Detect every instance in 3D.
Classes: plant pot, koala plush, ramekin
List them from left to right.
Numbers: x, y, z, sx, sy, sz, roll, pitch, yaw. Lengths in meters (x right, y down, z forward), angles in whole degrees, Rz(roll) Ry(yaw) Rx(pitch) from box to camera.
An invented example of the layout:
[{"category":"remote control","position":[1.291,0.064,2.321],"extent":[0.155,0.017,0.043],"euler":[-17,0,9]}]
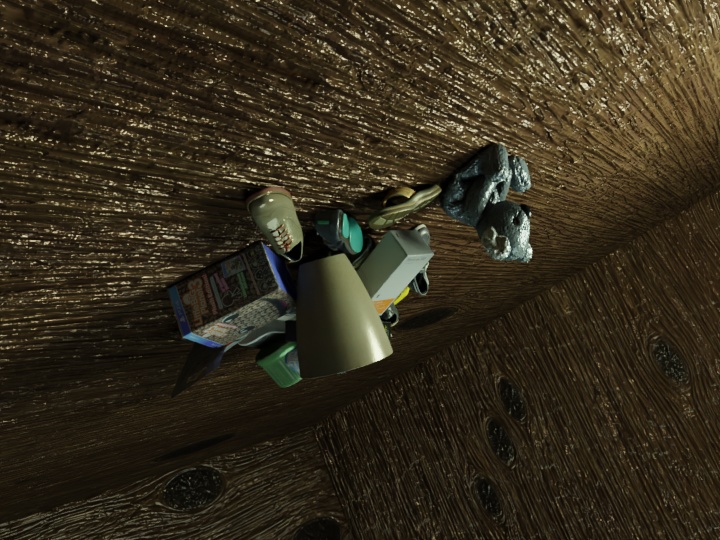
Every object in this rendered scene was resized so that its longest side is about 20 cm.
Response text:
[{"category":"ramekin","position":[-0.160,0.199,1.537],"extent":[0.198,0.099,0.200],"euler":[-36,-170,7]},{"category":"plant pot","position":[-0.049,0.078,1.158],"extent":[0.182,0.206,0.187],"euler":[-14,180,0]},{"category":"koala plush","position":[0.267,-0.106,1.208],"extent":[0.182,0.204,0.176],"euler":[-33,161,28]}]

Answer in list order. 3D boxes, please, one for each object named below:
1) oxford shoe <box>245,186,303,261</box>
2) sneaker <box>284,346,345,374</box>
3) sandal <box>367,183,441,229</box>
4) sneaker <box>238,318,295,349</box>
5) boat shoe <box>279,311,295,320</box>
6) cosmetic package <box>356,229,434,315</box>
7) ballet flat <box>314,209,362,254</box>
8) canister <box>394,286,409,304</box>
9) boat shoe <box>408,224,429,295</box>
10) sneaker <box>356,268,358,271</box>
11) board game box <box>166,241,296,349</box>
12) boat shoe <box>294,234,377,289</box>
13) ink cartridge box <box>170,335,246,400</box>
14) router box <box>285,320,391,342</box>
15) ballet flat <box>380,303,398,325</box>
[{"category":"oxford shoe","position":[-0.126,-0.071,0.979],"extent":[0.069,0.076,0.200],"euler":[-25,163,5]},{"category":"sneaker","position":[-0.095,0.206,1.434],"extent":[0.071,0.074,0.198],"euler":[4,174,40]},{"category":"sandal","position":[0.077,-0.130,1.144],"extent":[0.198,0.055,0.080],"euler":[-30,176,-40]},{"category":"sneaker","position":[-0.204,0.134,1.491],"extent":[0.195,0.072,0.099],"euler":[-21,166,0]},{"category":"boat shoe","position":[-0.132,0.053,1.368],"extent":[0.198,0.075,0.093],"euler":[0,134,-52]},{"category":"cosmetic package","position":[0.051,0.010,1.278],"extent":[0.100,0.072,0.201],"euler":[-6,142,-49]},{"category":"ballet flat","position":[-0.043,-0.073,1.125],"extent":[0.072,0.074,0.200],"euler":[-26,169,6]},{"category":"canister","position":[0.005,0.057,1.516],"extent":[0.197,0.088,0.148],"euler":[-8,157,-40]},{"category":"boat shoe","position":[0.144,-0.021,1.434],"extent":[0.072,0.063,0.203],"euler":[-27,144,-24]},{"category":"sneaker","position":[0.000,0.000,1.395],"extent":[0.086,0.076,0.198],"euler":[-25,157,32]},{"category":"board game box","position":[-0.232,0.052,1.153],"extent":[0.196,0.099,0.160],"euler":[-26,163,3]},{"category":"boat shoe","position":[-0.056,-0.015,1.259],"extent":[0.198,0.073,0.066],"euler":[-31,157,-1]},{"category":"ink cartridge box","position":[-0.308,0.178,1.294],"extent":[0.161,0.202,0.050],"euler":[-34,118,26]},{"category":"router box","position":[-0.050,0.137,1.366],"extent":[0.196,0.053,0.148],"euler":[-3,173,36]},{"category":"ballet flat","position":[0.063,0.115,1.515],"extent":[0.065,0.058,0.200],"euler":[-22,161,3]}]
